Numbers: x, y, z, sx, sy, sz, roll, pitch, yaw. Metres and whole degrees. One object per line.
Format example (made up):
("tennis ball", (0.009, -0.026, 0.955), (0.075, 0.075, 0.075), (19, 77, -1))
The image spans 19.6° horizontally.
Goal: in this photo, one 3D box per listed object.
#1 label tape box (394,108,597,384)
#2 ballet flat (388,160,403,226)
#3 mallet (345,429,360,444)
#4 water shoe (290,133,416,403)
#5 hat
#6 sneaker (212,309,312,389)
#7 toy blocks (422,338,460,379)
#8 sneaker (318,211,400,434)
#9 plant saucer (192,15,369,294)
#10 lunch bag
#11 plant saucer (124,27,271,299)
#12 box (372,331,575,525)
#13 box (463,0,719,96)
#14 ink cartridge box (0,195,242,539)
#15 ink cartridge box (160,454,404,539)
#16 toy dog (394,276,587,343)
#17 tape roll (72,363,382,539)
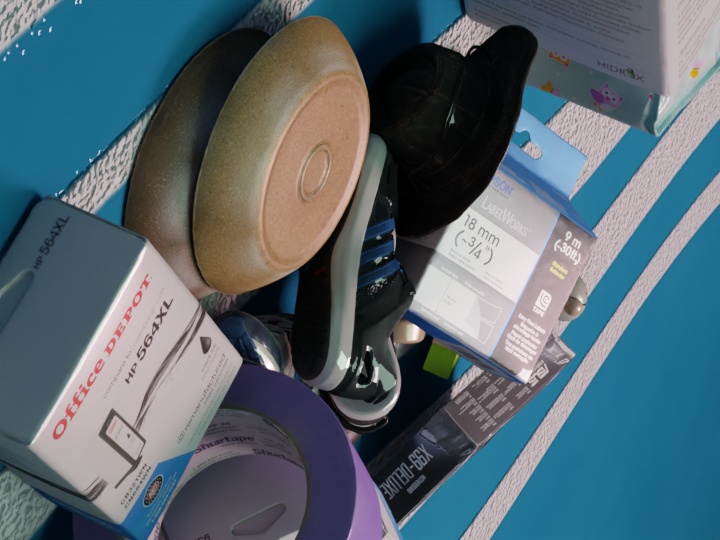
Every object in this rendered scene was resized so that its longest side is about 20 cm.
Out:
("label tape box", (0.112, -0.033, 1.666), (0.144, 0.063, 0.201), (32, 81, -34))
("ballet flat", (0.056, -0.090, 1.707), (0.063, 0.068, 0.201), (45, 63, -35))
("mallet", (-0.027, 0.073, 1.685), (0.066, 0.041, 0.201), (-58, 151, -29))
("water shoe", (0.000, 0.000, 1.526), (0.079, 0.071, 0.202), (25, 65, -31))
("hat", (0.049, -0.118, 1.579), (0.201, 0.080, 0.201), (-52, -158, 32))
("sneaker", (-0.075, 0.063, 1.540), (0.200, 0.076, 0.086), (75, 32, -65))
("toy blocks", (0.126, 0.001, 1.902), (0.137, 0.099, 0.201), (-6, 117, -77))
("sneaker", (-0.013, 0.026, 1.600), (0.112, 0.072, 0.202), (113, -25, -72))
("plant saucer", (-0.044, -0.072, 1.425), (0.200, 0.035, 0.201), (-48, 151, -39))
("lunch bag", (0.240, -0.229, 1.824), (0.200, 0.169, 0.123), (-45, 147, -37))
("plant saucer", (-0.089, -0.064, 1.424), (0.201, 0.036, 0.201), (-48, 151, -38))
("box", (0.095, 0.143, 1.906), (0.158, 0.050, 0.200), (-48, 172, 38))
("box", (0.201, -0.288, 1.653), (0.200, 0.199, 0.172), (-57, 157, -22))
("ink cartridge box", (-0.167, 0.067, 1.307), (0.147, 0.084, 0.200), (-62, 157, -14))
("ink cartridge box", (-0.055, 0.201, 1.588), (0.144, 0.084, 0.200), (-26, 152, 3))
("toy dog", (0.106, 0.021, 1.754), (0.198, 0.096, 0.133), (-17, 115, -13))
("tape roll", (-0.089, 0.171, 1.421), (0.201, 0.199, 0.085), (-60, 155, -18))
